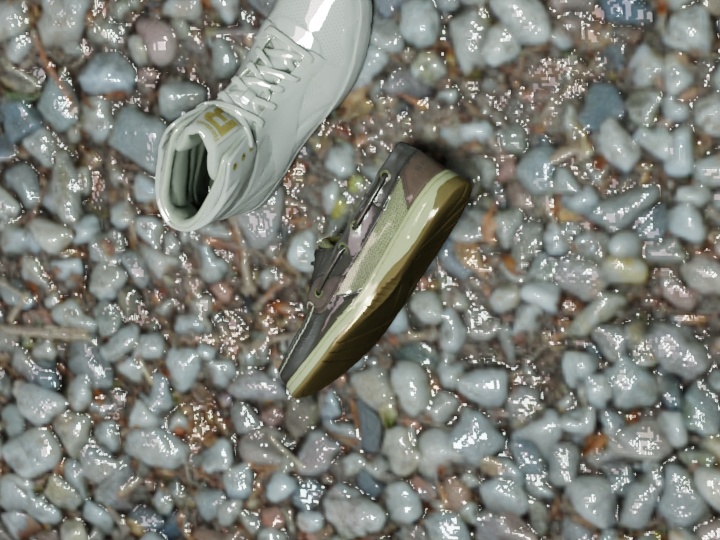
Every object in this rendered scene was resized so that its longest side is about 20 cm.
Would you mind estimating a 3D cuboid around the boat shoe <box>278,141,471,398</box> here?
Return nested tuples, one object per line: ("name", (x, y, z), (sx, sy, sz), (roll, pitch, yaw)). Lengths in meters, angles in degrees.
("boat shoe", (0.000, 0.000, 1.281), (0.065, 0.073, 0.201), (44, 114, 17))

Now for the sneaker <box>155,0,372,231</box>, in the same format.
("sneaker", (-0.066, -0.110, 1.244), (0.073, 0.115, 0.201), (33, 114, 12))
